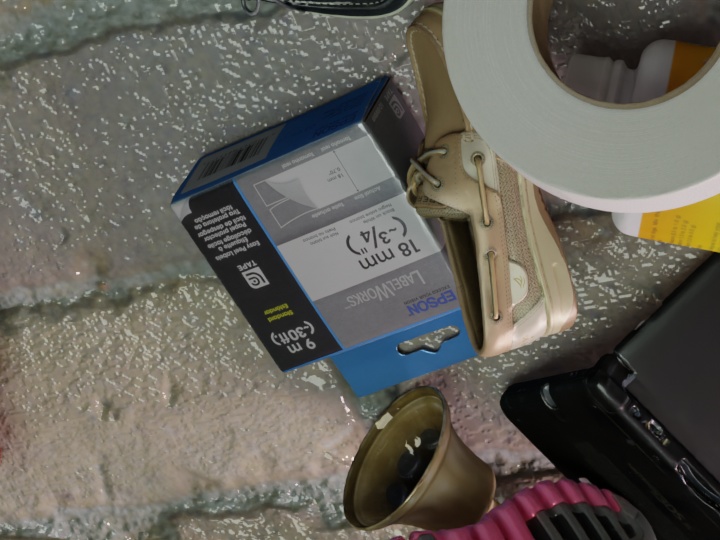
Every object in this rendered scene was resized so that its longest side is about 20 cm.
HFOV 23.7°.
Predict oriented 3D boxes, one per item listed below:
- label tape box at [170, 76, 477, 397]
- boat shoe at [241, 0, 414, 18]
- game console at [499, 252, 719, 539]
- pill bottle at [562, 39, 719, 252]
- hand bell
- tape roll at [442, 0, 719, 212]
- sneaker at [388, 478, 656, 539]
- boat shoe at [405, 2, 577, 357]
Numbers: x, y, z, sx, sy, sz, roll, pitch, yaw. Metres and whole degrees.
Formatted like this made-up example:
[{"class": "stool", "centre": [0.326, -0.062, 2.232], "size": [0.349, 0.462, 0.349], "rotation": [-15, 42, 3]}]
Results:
[{"class": "label tape box", "centre": [0.000, 0.000, 1.057], "size": [0.144, 0.063, 0.200], "rotation": [-21, 114, 27]}, {"class": "boat shoe", "centre": [-0.063, -0.182, 0.958], "size": [0.199, 0.062, 0.075], "rotation": [18, 123, 2]}, {"class": "game console", "centre": [0.221, 0.099, 1.087], "size": [0.200, 0.116, 0.176], "rotation": [45, 153, -14]}, {"class": "pill bottle", "centre": [0.206, -0.063, 0.930], "size": [0.199, 0.109, 0.110], "rotation": [11, 124, 9]}, {"class": "hand bell", "centre": [0.097, 0.169, 1.142], "size": [0.200, 0.104, 0.104], "rotation": [33, 126, -23]}, {"class": "tape roll", "centre": [0.142, -0.130, 0.876], "size": [0.202, 0.037, 0.204], "rotation": [-4, 79, 20]}, {"class": "sneaker", "centre": [0.089, 0.195, 1.082], "size": [0.199, 0.079, 0.096], "rotation": [-11, 145, -16]}, {"class": "boat shoe", "centre": [0.061, -0.051, 0.967], "size": [0.064, 0.071, 0.201], "rotation": [-21, 92, -15]}]
